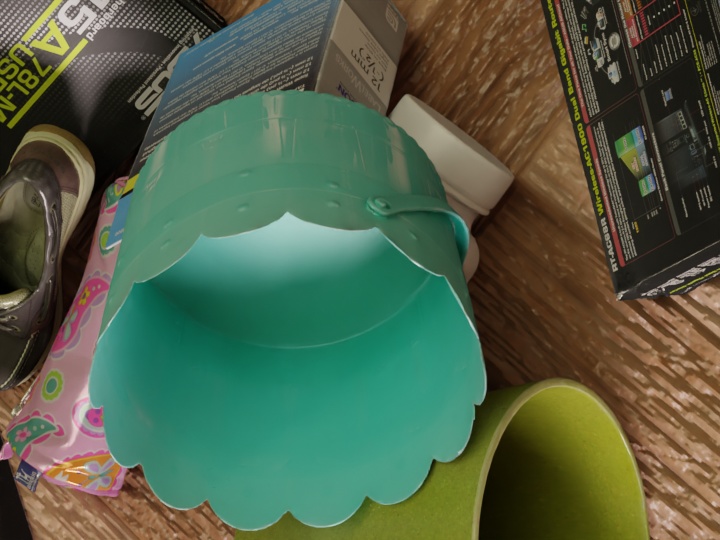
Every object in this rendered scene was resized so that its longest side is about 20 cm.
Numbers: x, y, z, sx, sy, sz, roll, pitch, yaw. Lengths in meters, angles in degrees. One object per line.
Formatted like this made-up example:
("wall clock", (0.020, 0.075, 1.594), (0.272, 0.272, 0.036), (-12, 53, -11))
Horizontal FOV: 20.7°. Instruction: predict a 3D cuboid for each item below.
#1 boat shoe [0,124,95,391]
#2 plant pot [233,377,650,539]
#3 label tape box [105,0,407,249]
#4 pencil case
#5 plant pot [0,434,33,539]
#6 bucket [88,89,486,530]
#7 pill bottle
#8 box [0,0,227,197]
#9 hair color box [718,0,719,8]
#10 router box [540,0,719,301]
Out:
("boat shoe", (-0.224, 0.001, 1.248), (0.071, 0.066, 0.202), (29, 124, 8))
("plant pot", (0.032, 0.159, 1.108), (0.199, 0.187, 0.189), (-5, 80, 36))
("label tape box", (-0.057, -0.083, 1.157), (0.143, 0.066, 0.201), (-26, 32, 28))
("pencil case", (-0.157, 0.043, 1.244), (0.087, 0.087, 0.201), (25, 94, 25))
("plant pot", (-0.339, 0.192, 1.252), (0.199, 0.177, 0.201), (-27, 72, 19))
("bucket", (-0.036, 0.018, 1.013), (0.206, 0.208, 0.135), (-25, 35, 18))
("pill bottle", (0.000, 0.000, 1.167), (0.111, 0.111, 0.201), (40, 99, 23))
("box", (-0.216, -0.138, 1.248), (0.200, 0.193, 0.048), (-46, 27, 10))
("hair color box", (0.247, -0.096, 0.991), (0.061, 0.098, 0.202), (141, 122, -62))
("router box", (0.182, -0.101, 1.088), (0.150, 0.062, 0.202), (-32, 66, 55))
